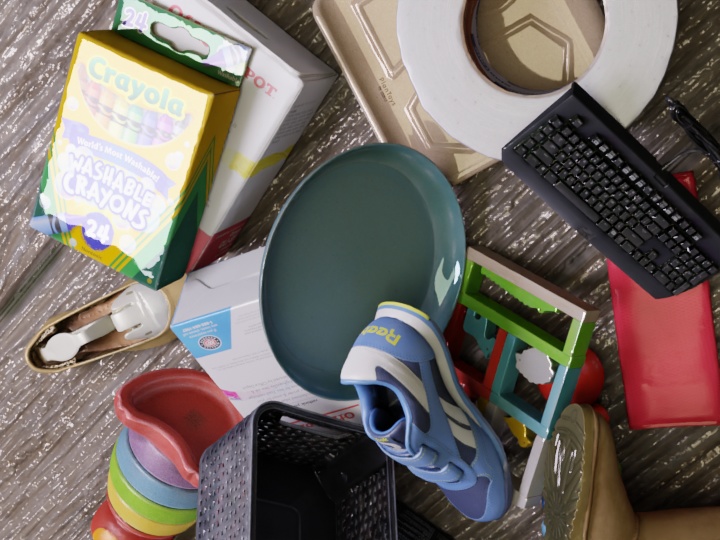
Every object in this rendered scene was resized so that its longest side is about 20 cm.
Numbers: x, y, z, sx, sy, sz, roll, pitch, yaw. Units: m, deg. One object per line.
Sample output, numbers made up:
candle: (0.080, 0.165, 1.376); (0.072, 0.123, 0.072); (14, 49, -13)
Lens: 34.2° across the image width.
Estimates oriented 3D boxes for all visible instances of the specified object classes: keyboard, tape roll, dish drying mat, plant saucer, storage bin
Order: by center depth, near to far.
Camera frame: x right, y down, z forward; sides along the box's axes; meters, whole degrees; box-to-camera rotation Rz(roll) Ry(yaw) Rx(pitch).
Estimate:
keyboard: (0.206, -0.062, 0.833); (0.199, 0.021, 0.127); (36, 117, -27)
tape roll: (0.129, -0.180, 0.849); (0.198, 0.066, 0.203); (3, 102, 14)
plant saucer: (0.000, 0.000, 0.898); (0.027, 0.199, 0.202); (21, 113, 49)
storage bin: (-0.050, 0.220, 0.913); (0.134, 0.202, 0.094); (19, 141, -29)
dish drying mat: (0.236, 0.026, 0.916); (0.076, 0.018, 0.202); (-6, 101, 20)

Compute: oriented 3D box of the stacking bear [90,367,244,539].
stacking bear: (-0.184, 0.194, 1.059); (0.121, 0.114, 0.201); (38, 123, 11)

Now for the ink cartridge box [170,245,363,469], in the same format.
ink cartridge box: (-0.054, 0.076, 0.979); (0.114, 0.068, 0.201); (-16, 128, 22)

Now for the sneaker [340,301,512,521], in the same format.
sneaker: (0.047, 0.124, 0.896); (0.074, 0.082, 0.201); (-9, 119, 48)

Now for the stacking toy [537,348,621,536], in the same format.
stacking toy: (0.175, 0.159, 0.940); (0.085, 0.085, 0.202); (-7, 96, 21)

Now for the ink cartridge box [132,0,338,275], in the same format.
ink cartridge box: (-0.133, -0.123, 0.976); (0.145, 0.083, 0.201); (39, 113, 8)

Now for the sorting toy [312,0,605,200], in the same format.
sorting toy: (0.086, -0.179, 0.915); (0.199, 0.036, 0.186); (-28, 93, 18)

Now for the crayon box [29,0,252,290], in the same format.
crayon box: (-0.176, -0.102, 0.923); (0.125, 0.052, 0.202); (25, 110, 13)

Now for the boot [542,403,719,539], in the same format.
boot: (0.239, 0.188, 0.891); (0.198, 0.066, 0.177); (2, 99, -14)

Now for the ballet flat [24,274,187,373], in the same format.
ballet flat: (-0.221, 0.051, 1.061); (0.199, 0.063, 0.069); (-25, 94, 23)

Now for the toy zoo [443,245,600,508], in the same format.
toy zoo: (0.111, 0.098, 0.943); (0.131, 0.020, 0.202); (32, 115, 43)

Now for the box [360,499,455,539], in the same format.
box: (0.060, 0.329, 1.014); (0.199, 0.086, 0.165); (34, 111, 9)
